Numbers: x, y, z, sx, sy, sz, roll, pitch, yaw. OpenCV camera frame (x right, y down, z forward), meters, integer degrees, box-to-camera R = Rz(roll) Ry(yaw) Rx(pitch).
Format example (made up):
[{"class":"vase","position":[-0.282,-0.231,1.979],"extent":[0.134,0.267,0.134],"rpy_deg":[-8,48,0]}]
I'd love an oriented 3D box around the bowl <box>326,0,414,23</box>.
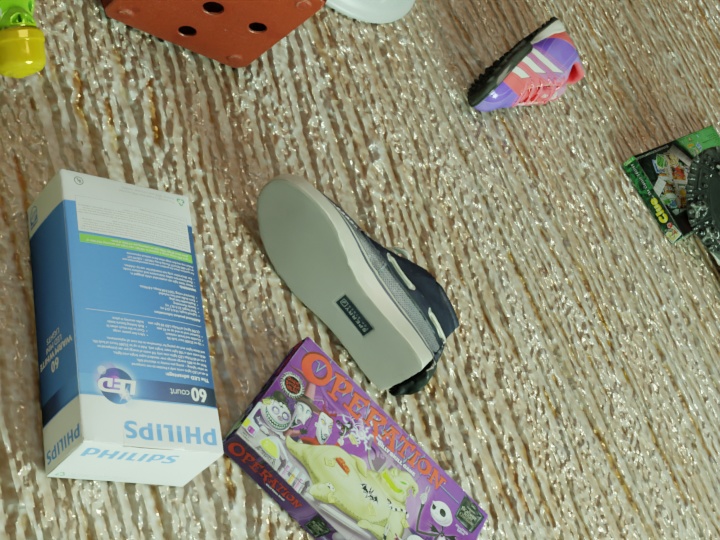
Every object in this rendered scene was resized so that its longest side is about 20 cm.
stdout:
[{"class":"bowl","position":[0.002,-0.348,1.303],"extent":[0.201,0.090,0.202],"rpy_deg":[23,48,-28]}]

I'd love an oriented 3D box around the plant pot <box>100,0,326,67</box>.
[{"class":"plant pot","position":[-0.113,-0.285,1.091],"extent":[0.199,0.200,0.177],"rpy_deg":[18,63,-32]}]

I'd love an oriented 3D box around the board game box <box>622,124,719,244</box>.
[{"class":"board game box","position":[0.375,-0.100,1.512],"extent":[0.200,0.023,0.105],"rpy_deg":[-21,76,-48]}]

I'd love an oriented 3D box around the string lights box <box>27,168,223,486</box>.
[{"class":"string lights box","position":[-0.160,0.038,0.899],"extent":[0.103,0.059,0.201],"rpy_deg":[12,54,-36]}]

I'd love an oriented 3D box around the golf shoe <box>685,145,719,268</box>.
[{"class":"golf shoe","position":[0.406,-0.044,1.456],"extent":[0.201,0.078,0.094],"rpy_deg":[68,22,-11]}]

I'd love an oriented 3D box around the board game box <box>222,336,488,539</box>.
[{"class":"board game box","position":[0.000,0.155,0.985],"extent":[0.200,0.032,0.120],"rpy_deg":[45,37,-7]}]

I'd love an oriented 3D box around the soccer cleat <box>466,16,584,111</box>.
[{"class":"soccer cleat","position":[0.175,-0.197,1.371],"extent":[0.073,0.068,0.200],"rpy_deg":[53,38,-5]}]

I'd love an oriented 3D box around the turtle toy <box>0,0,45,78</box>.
[{"class":"turtle toy","position":[-0.307,-0.195,0.901],"extent":[0.200,0.101,0.146],"rpy_deg":[-8,91,-43]}]

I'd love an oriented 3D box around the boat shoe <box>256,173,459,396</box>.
[{"class":"boat shoe","position":[0.000,0.000,1.072],"extent":[0.200,0.075,0.093],"rpy_deg":[56,34,-6]}]
